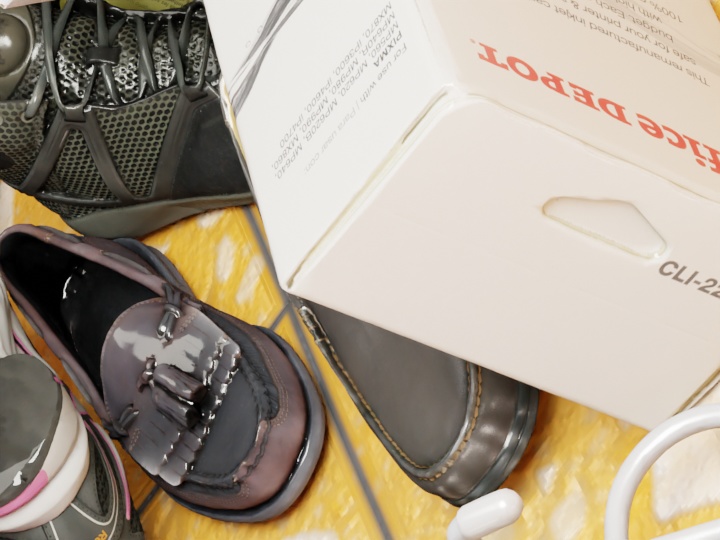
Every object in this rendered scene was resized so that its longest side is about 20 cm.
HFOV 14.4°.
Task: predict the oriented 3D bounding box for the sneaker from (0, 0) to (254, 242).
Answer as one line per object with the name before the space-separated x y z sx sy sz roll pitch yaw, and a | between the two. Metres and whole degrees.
sneaker | -0.082 -0.072 1.066 0.199 0.114 0.077 -18 57 46

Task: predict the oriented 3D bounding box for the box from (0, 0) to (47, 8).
box | -0.055 -0.189 0.950 0.097 0.200 0.177 44 113 10

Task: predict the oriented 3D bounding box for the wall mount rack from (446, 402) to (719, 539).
wall mount rack | 0.110 0.098 0.714 0.173 0.075 0.201 -21 52 22

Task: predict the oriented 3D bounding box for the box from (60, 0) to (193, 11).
box | -0.051 -0.164 1.112 0.200 0.075 0.050 -51 34 26

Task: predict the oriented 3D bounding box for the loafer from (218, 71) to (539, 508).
loafer | 0.000 0.000 0.935 0.073 0.072 0.200 -53 35 20

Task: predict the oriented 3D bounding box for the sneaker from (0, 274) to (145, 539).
sneaker | -0.134 0.065 1.047 0.080 0.086 0.200 -37 29 -1

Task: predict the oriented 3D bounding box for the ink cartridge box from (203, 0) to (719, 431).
ink cartridge box | 0.036 -0.063 0.851 0.084 0.144 0.200 -51 35 27

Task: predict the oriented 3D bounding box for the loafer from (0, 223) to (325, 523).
loafer | -0.081 0.033 1.043 0.072 0.063 0.200 -62 32 6
